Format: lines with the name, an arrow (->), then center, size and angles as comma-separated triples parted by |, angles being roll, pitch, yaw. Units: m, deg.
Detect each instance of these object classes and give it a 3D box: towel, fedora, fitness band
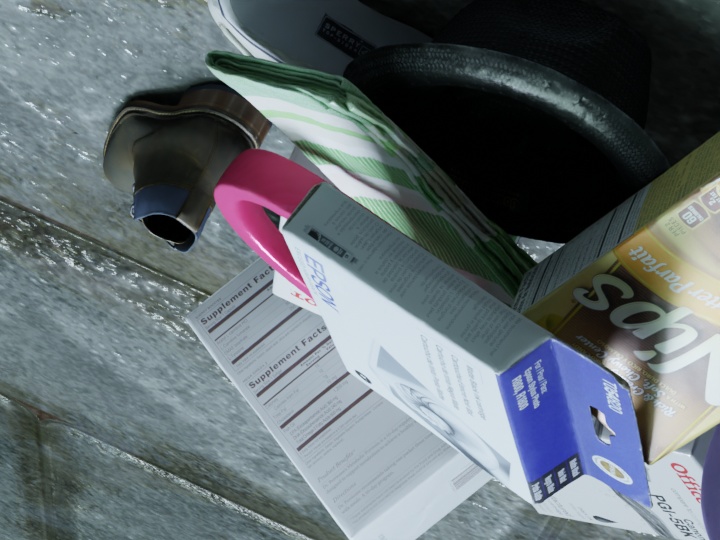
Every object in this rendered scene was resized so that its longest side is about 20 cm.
towel -> 0.013, -0.046, 1.321 | 0.200, 0.023, 0.152 | 43, 168, -31
fedora -> 0.091, -0.096, 1.293 | 0.199, 0.092, 0.201 | 22, 157, 10
fitness band -> 0.000, 0.000, 1.399 | 0.199, 0.038, 0.144 | 33, 168, 12

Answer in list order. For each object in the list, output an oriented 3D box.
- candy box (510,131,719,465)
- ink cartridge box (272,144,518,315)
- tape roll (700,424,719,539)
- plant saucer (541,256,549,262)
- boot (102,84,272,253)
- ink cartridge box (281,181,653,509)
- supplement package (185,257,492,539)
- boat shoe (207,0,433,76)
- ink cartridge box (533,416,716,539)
candy box -> 0.181, 0.007, 1.218 | 0.115, 0.055, 0.200 | 42, 130, -12
ink cartridge box -> 0.026, -0.026, 1.524 | 0.145, 0.085, 0.200 | 24, 157, 6
tape roll -> 0.304, 0.121, 1.397 | 0.085, 0.201, 0.199 | 40, 153, -32
plant saucer -> 0.199, 0.002, 1.337 | 0.198, 0.031, 0.200 | -5, 171, -1
boot -> -0.140, -0.060, 1.609 | 0.075, 0.097, 0.200 | 34, 156, -20
ink cartridge box -> 0.060, 0.057, 1.275 | 0.199, 0.041, 0.200 | 33, 165, 23
supplement package -> -0.013, 0.087, 1.650 | 0.200, 0.109, 0.114 | 52, 177, 19
boat shoe -> -0.005, -0.113, 1.390 | 0.199, 0.072, 0.066 | 30, 167, -17
ink cartridge box -> 0.189, 0.117, 1.661 | 0.199, 0.083, 0.147 | 7, 150, 40
